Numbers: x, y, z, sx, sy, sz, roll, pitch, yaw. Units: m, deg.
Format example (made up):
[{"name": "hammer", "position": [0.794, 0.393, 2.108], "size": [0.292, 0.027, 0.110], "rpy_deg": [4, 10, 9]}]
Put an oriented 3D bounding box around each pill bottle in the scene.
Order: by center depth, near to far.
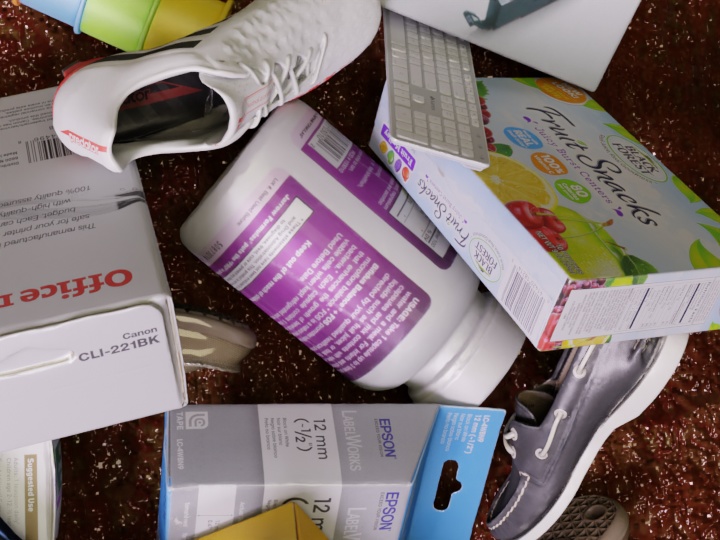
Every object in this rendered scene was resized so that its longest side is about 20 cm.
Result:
[{"name": "pill bottle", "position": [0.000, 0.000, 0.798], "size": [0.200, 0.112, 0.113], "rpy_deg": [40, 84, -8]}]

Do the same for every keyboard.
[{"name": "keyboard", "position": [0.041, -0.119, 0.779], "size": [0.056, 0.201, 0.011], "rpy_deg": [20, 123, -14]}]

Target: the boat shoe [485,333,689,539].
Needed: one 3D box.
[{"name": "boat shoe", "position": [0.121, 0.090, 0.809], "size": [0.060, 0.074, 0.201], "rpy_deg": [27, 125, -5]}]

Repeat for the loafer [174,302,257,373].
[{"name": "loafer", "position": [-0.161, 0.052, 0.792], "size": [0.198, 0.076, 0.068], "rpy_deg": [2, 91, -1]}]

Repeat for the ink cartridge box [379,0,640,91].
[{"name": "ink cartridge box", "position": [0.089, -0.220, 0.782], "size": [0.199, 0.044, 0.175], "rpy_deg": [18, 111, -21]}]

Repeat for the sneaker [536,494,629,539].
[{"name": "sneaker", "position": [0.103, 0.230, 0.852], "size": [0.200, 0.070, 0.076], "rpy_deg": [-42, 117, -6]}]

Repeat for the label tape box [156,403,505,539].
[{"name": "label tape box", "position": [-0.018, 0.148, 0.783], "size": [0.198, 0.066, 0.144], "rpy_deg": [2, 131, -9]}]

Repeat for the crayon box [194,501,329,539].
[{"name": "crayon box", "position": [-0.058, 0.203, 0.747], "size": [0.125, 0.052, 0.200], "rpy_deg": [-23, 134, 12]}]

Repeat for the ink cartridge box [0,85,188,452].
[{"name": "ink cartridge box", "position": [-0.183, -0.005, 0.718], "size": [0.143, 0.201, 0.084], "rpy_deg": [-13, 133, -10]}]

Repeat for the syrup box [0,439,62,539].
[{"name": "syrup box", "position": [-0.274, 0.127, 0.764], "size": [0.198, 0.079, 0.082], "rpy_deg": [-2, 90, -11]}]

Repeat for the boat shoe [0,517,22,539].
[{"name": "boat shoe", "position": [-0.206, 0.173, 0.702], "size": [0.084, 0.069, 0.200], "rpy_deg": [-45, 100, -6]}]

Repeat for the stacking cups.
[{"name": "stacking cups", "position": [-0.178, -0.171, 0.798], "size": [0.199, 0.061, 0.061], "rpy_deg": [21, 86, -5]}]

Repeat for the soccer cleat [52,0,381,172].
[{"name": "soccer cleat", "position": [-0.066, -0.103, 0.715], "size": [0.199, 0.085, 0.069], "rpy_deg": [-22, 126, -22]}]

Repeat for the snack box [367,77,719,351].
[{"name": "snack box", "position": [0.112, -0.041, 0.764], "size": [0.141, 0.200, 0.053], "rpy_deg": [-4, 129, -31]}]
